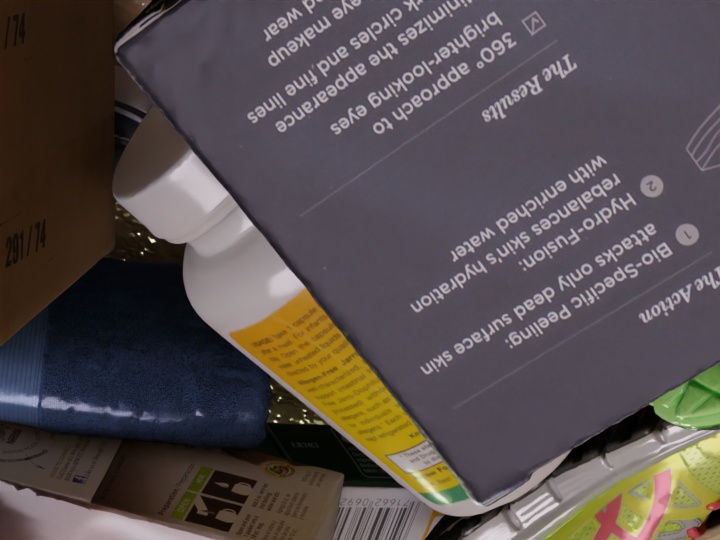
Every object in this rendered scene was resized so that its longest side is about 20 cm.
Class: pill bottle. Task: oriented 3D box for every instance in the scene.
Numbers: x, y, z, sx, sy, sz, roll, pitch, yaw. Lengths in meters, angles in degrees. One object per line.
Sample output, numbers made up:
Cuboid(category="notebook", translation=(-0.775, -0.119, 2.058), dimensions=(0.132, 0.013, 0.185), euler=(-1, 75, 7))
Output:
Cuboid(category="pill bottle", translation=(0.000, 0.000, 0.787), dimensions=(0.200, 0.113, 0.112), euler=(41, 133, -22))

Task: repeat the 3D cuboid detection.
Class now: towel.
Cuboid(category="towel", translation=(-0.134, 0.027, 0.830), dimensions=(0.198, 0.112, 0.049), euler=(7, 116, -9))

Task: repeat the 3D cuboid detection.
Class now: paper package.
Cuboid(category="paper package", translation=(-0.165, -0.064, 0.678), dimensions=(0.102, 0.200, 0.193), euler=(7, 111, 11))

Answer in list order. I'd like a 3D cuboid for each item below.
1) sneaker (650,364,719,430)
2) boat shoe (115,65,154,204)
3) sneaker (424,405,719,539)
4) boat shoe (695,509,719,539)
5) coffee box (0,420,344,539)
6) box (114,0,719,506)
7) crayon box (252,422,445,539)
Cuboid(category="sneaker", translation=(0.194, 0.005, 0.718), dimensions=(0.199, 0.077, 0.084), euler=(-32, 134, 12))
Cuboid(category="boat shoe", translation=(-0.164, -0.044, 0.830), dimensions=(0.198, 0.068, 0.072), euler=(4, 136, 16))
Cuboid(category="sneaker", translation=(0.116, 0.104, 0.812), dimensions=(0.199, 0.078, 0.091), euler=(-37, 93, 30))
Cuboid(category="boat shoe", translation=(0.113, 0.113, 0.891), dimensions=(0.071, 0.077, 0.200), euler=(33, 136, -18))
Cuboid(category="coffee box", translation=(-0.117, 0.124, 0.820), dimensions=(0.198, 0.080, 0.114), euler=(14, 113, 8))
Cuboid(category="box", translation=(0.064, -0.067, 0.634), dimensions=(0.196, 0.118, 0.201), euler=(-32, 105, 24))
Cuboid(category="crayon box", translation=(-0.014, 0.168, 0.918), dimensions=(0.125, 0.052, 0.202), euler=(5, 118, -32))
